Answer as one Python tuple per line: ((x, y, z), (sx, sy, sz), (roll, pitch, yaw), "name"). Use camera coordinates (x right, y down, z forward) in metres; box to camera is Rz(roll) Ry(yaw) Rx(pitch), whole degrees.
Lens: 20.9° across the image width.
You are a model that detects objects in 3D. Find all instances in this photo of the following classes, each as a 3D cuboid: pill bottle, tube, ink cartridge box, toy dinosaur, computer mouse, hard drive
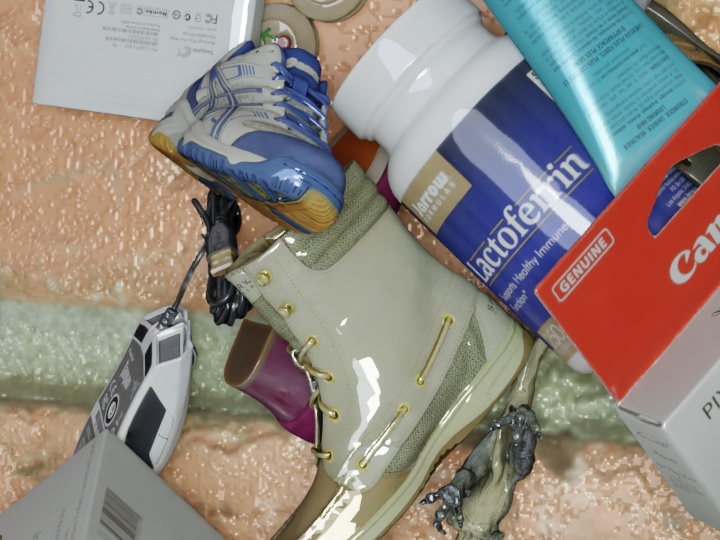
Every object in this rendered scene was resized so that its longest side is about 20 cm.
((0.087, -0.052, 1.038), (0.200, 0.116, 0.116), (44, 101, 7), "pill bottle")
((0.100, -0.135, 0.990), (0.077, 0.050, 0.201), (-37, 79, 2), "tube")
((0.201, 0.004, 0.975), (0.200, 0.043, 0.174), (-47, 122, -14), "ink cartridge box")
((0.076, 0.103, 1.073), (0.047, 0.088, 0.201), (24, 97, 15), "toy dinosaur")
((-0.112, 0.059, 1.134), (0.044, 0.110, 0.201), (21, 110, -24), "computer mouse")
((-0.116, -0.189, 1.136), (0.131, 0.026, 0.202), (9, 93, 15), "hard drive")

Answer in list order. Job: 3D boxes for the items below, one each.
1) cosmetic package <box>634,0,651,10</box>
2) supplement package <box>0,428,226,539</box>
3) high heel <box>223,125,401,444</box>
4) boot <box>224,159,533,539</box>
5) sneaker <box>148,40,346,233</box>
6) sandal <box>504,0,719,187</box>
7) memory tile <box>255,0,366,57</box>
((0.144, -0.236, 0.982), (0.074, 0.201, 0.102), (25, 62, 12), "cosmetic package")
((-0.168, 0.228, 1.078), (0.200, 0.152, 0.151), (-38, 110, 16), "supplement package")
((0.000, 0.000, 1.125), (0.067, 0.096, 0.201), (24, 82, 53), "high heel")
((-0.022, 0.059, 1.043), (0.155, 0.072, 0.200), (45, 79, -14), "boot")
((-0.050, -0.080, 1.019), (0.075, 0.200, 0.088), (38, 86, -27), "sneaker")
((0.166, -0.089, 1.062), (0.200, 0.055, 0.082), (41, 101, 11), "sandal")
((-0.070, -0.183, 1.145), (0.153, 0.017, 0.200), (42, 101, 11), "memory tile")
